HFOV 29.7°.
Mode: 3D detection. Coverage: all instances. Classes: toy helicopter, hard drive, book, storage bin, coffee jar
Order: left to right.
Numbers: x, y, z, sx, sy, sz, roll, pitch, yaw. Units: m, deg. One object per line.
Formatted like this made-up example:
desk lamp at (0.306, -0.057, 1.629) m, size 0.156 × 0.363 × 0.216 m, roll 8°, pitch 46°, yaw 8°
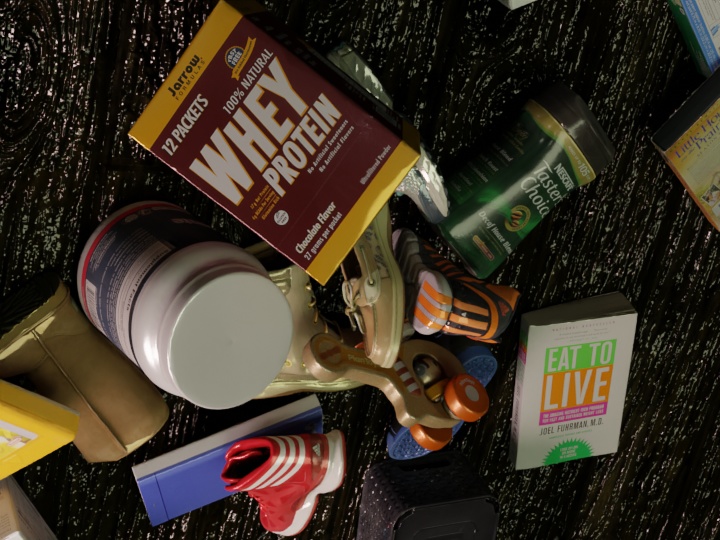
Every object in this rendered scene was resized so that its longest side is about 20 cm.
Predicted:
hard drive at (-0.134, 0.199, 1.416) m, size 0.197 × 0.026 × 0.133 m, roll -21°, pitch 153°, yaw -12°
toy helicopter at (0.028, 0.091, 1.343) m, size 0.198 × 0.134 × 0.079 m, roll 16°, pitch 138°, yaw -32°
storage bin at (0.073, 0.323, 1.571) m, size 0.133 × 0.094 × 0.203 m, roll -5°, pitch 118°, yaw -22°
coffee jar at (0.161, -0.093, 1.383) m, size 0.200 × 0.085 × 0.104 m, roll -43°, pitch 126°, yaw 3°
book at (0.241, 0.131, 1.574) m, size 0.132 × 0.048 × 0.203 m, roll -9°, pitch 122°, yaw -15°

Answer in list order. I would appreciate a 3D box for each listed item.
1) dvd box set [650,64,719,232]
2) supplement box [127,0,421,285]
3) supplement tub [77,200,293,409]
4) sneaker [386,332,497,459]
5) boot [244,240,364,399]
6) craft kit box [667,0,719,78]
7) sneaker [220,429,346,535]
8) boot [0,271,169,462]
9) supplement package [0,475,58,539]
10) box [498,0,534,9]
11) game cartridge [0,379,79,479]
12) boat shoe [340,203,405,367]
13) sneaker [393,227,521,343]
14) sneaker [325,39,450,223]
dvd box set at (0.404, -0.140, 1.469) m, size 0.146 × 0.029 × 0.200 m, roll -46°, pitch 140°, yaw 6°
supplement box at (-0.065, -0.118, 1.158) m, size 0.199 × 0.197 × 0.133 m, roll 37°, pitch 100°, yaw -5°
supplement tub at (-0.160, 0.029, 1.224) m, size 0.139 × 0.199 × 0.143 m, roll -13°, pitch 116°, yaw -30°
sneaker at (0.082, 0.125, 1.486) m, size 0.069 × 0.079 × 0.201 m, roll 9°, pitch 135°, yaw -30°
boot at (-0.048, 0.041, 1.376) m, size 0.197 × 0.073 × 0.158 m, roll -7°, pitch 119°, yaw -17°
craft kit box at (0.399, -0.327, 1.385) m, size 0.196 × 0.049 × 0.201 m, roll -35°, pitch 126°, yaw 1°
sneaker at (-0.097, 0.211, 1.390) m, size 0.114 × 0.079 × 0.201 m, roll 8°, pitch 144°, yaw -20°
boot at (-0.302, 0.121, 1.309) m, size 0.174 × 0.066 × 0.201 m, roll -32°, pitch 127°, yaw -3°
supplement package at (-0.397, 0.326, 1.351) m, size 0.198 × 0.111 × 0.157 m, roll -29°, pitch 125°, yaw -6°
box at (0.154, -0.361, 1.223) m, size 0.123 × 0.098 × 0.202 m, roll -21°, pitch 124°, yaw -11°
game cartridge at (-0.385, 0.134, 1.239) m, size 0.199 × 0.033 × 0.175 m, roll 27°, pitch 141°, yaw -34°
boat shoe at (0.000, 0.000, 1.314) m, size 0.062 × 0.203 × 0.074 m, roll 0°, pitch 151°, yaw -17°
sneaker at (0.089, 0.025, 1.340) m, size 0.111 × 0.200 × 0.078 m, roll 16°, pitch 108°, yaw -21°
sneaker at (0.012, -0.119, 1.305) m, size 0.086 × 0.078 × 0.201 m, roll -35°, pitch 107°, yaw 8°
